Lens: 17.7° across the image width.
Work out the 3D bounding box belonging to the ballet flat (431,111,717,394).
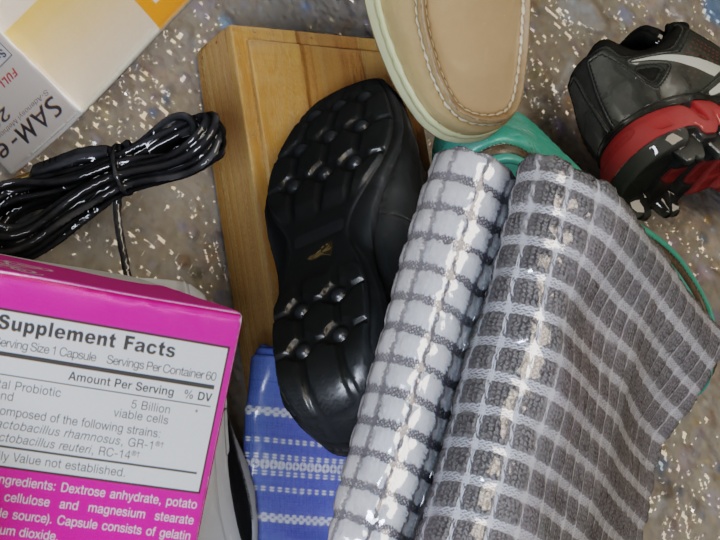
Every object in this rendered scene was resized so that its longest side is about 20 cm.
[{"bbox_3d":[0.102,-0.014,1.086,0.200,0.067,0.071,42,18,-35],"label":"ballet flat"}]

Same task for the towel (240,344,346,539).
[{"bbox_3d":[0.013,0.134,0.971,0.144,0.024,0.201,7,79,-32],"label":"towel"}]

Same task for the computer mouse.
[{"bbox_3d":[-0.088,0.040,0.931,0.109,0.044,0.201,-15,79,3],"label":"computer mouse"}]

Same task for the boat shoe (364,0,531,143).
[{"bbox_3d":[0.043,-0.156,0.983,0.074,0.066,0.201,-9,92,-30],"label":"boat shoe"}]

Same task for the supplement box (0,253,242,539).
[{"bbox_3d":[-0.123,0.098,0.824,0.103,0.101,0.201,12,90,-29],"label":"supplement box"}]

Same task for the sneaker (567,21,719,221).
[{"bbox_3d":[0.175,-0.080,1.162,0.200,0.071,0.098,-4,54,-47],"label":"sneaker"}]

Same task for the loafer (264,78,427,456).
[{"bbox_3d":[0.000,0.000,0.962,0.070,0.068,0.201,54,25,-37],"label":"loafer"}]

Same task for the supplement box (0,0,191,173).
[{"bbox_3d":[-0.166,-0.159,0.968,0.200,0.073,0.126,45,53,-10],"label":"supplement box"}]

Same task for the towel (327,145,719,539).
[{"bbox_3d":[0.071,0.061,0.904,0.200,0.085,0.166,41,60,-61],"label":"towel"}]

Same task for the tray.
[{"bbox_3d":[-0.010,-0.008,1.034,0.098,0.037,0.201,2,71,-33],"label":"tray"}]
